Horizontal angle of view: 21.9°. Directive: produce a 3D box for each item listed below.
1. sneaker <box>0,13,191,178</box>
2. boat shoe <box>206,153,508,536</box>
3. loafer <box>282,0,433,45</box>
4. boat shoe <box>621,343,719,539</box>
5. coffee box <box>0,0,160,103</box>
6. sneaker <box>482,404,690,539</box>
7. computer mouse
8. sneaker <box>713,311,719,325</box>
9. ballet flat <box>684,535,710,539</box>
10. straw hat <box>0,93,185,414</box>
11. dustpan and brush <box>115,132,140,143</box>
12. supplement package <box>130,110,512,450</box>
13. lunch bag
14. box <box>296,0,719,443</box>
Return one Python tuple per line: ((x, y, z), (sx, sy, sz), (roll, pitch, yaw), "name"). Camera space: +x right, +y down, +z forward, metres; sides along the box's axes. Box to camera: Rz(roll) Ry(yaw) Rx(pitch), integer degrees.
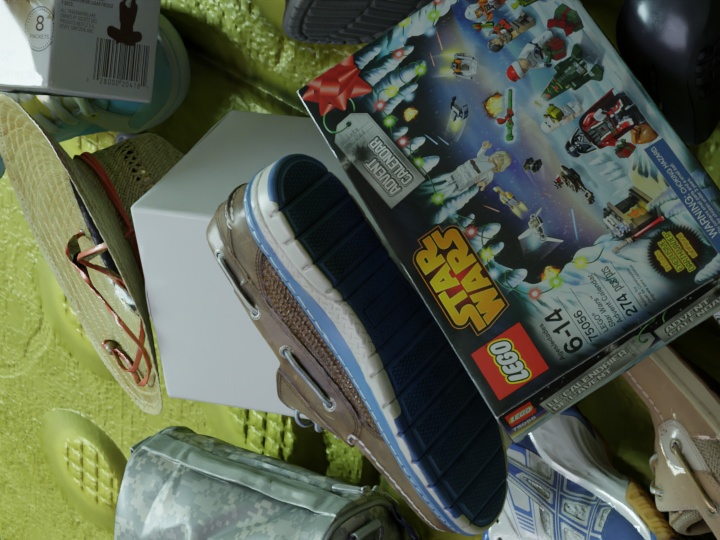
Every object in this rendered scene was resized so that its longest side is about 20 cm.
((-0.199, -0.096, 1.126), (0.199, 0.130, 0.080), (-12, 107, 47), "sneaker")
((-0.002, 0.042, 0.888), (0.072, 0.072, 0.201), (-26, 95, 41), "boat shoe")
((0.011, -0.184, 0.920), (0.200, 0.075, 0.070), (127, 140, -53), "loafer")
((0.171, 0.100, 0.911), (0.065, 0.071, 0.200), (-45, 53, 10), "boat shoe")
((-0.166, -0.196, 0.997), (0.114, 0.079, 0.202), (7, 93, 39), "coffee box")
((0.114, 0.139, 0.978), (0.200, 0.088, 0.075), (51, -177, 38), "sneaker")
((0.143, -0.057, 0.897), (0.058, 0.034, 0.201), (23, 132, 31), "computer mouse")
((0.228, 0.070, 0.872), (0.200, 0.078, 0.082), (49, 141, 6), "sneaker")
((0.151, 0.159, 1.033), (0.199, 0.068, 0.073), (25, 152, 25), "ballet flat")
((-0.127, -0.026, 1.062), (0.201, 0.085, 0.202), (53, 160, 29), "straw hat")
((-0.082, -0.031, 1.129), (0.199, 0.057, 0.140), (29, 123, 18), "dustpan and brush")
((0.000, 0.000, 0.977), (0.199, 0.120, 0.122), (8, 124, 23), "supplement package")
((-0.059, 0.196, 1.192), (0.199, 0.139, 0.169), (15, 128, 36), "lunch bag")
((0.074, -0.041, 0.851), (0.201, 0.137, 0.040), (58, -177, 29), "box")
